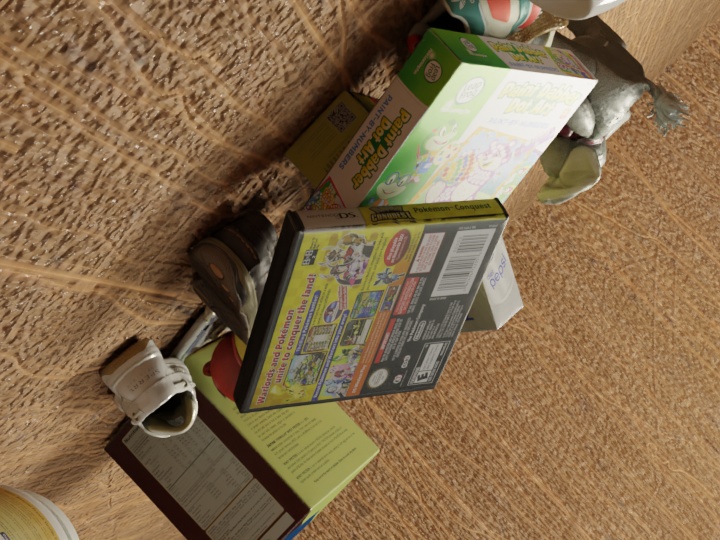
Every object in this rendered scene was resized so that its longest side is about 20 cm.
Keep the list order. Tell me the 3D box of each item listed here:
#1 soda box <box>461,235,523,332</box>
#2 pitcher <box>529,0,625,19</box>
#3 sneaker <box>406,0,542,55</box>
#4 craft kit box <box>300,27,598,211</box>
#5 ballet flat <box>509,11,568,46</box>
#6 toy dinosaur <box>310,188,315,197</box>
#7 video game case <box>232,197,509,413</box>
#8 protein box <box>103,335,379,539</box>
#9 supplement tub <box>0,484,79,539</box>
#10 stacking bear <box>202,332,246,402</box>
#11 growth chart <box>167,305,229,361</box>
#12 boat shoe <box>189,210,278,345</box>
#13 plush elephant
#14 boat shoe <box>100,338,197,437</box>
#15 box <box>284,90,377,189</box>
[{"bbox_3d":[0.107,-0.036,1.539,0.068,0.201,0.063,-6,-162,38],"label":"soda box"},{"bbox_3d":[0.171,-0.270,1.002,0.201,0.121,0.171,-54,-170,-13],"label":"pitcher"},{"bbox_3d":[0.069,-0.178,1.141,0.093,0.071,0.200,-22,165,-23],"label":"sneaker"},{"bbox_3d":[0.068,-0.092,1.122,0.199,0.049,0.198,-4,135,-51],"label":"craft kit box"},{"bbox_3d":[0.124,-0.184,1.347,0.070,0.065,0.200,-36,169,-48],"label":"ballet flat"},{"bbox_3d":[0.000,0.000,1.234,0.086,0.200,0.136,-31,-154,23],"label":"toy dinosaur"},{"bbox_3d":[0.005,0.029,1.122,0.179,0.026,0.201,-5,136,-26],"label":"video game case"},{"bbox_3d":[-0.121,0.188,1.514,0.135,0.200,0.198,-47,172,23],"label":"protein box"},{"bbox_3d":[-0.292,0.233,1.040,0.144,0.144,0.200,-45,172,7],"label":"supplement tub"},{"bbox_3d":[-0.072,0.067,1.366,0.121,0.115,0.200,5,150,-39],"label":"stacking bear"},{"bbox_3d":[-0.121,0.036,1.402,0.145,0.018,0.200,-51,171,35],"label":"growth chart"},{"bbox_3d":[-0.090,0.006,1.186,0.073,0.075,0.200,-43,174,-13],"label":"boat shoe"},{"bbox_3d":[0.214,-0.163,1.461,0.155,0.200,0.165,-55,175,35],"label":"plush elephant"},{"bbox_3d":[-0.178,0.118,1.278,0.071,0.069,0.200,-38,168,-4],"label":"boat shoe"},{"bbox_3d":[0.003,-0.102,1.192,0.075,0.050,0.200,-46,172,12],"label":"box"}]
